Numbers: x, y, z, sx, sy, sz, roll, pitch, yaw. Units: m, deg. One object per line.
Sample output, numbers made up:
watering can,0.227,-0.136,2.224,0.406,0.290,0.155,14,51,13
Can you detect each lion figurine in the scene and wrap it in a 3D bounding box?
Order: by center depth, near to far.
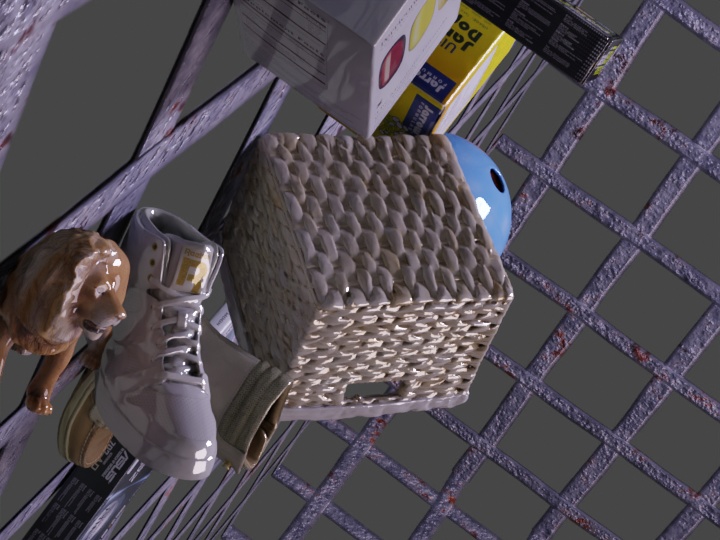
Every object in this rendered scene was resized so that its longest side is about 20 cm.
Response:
lion figurine,-0.178,0.015,1.025,0.200,0.072,0.123,-93,-151,-76

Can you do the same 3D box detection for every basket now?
basket,0.000,0.000,1.410,0.197,0.201,0.161,-2,142,-24

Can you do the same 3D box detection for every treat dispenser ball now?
treat dispenser ball,0.085,-0.069,2.025,0.201,0.200,0.201,-54,175,-7

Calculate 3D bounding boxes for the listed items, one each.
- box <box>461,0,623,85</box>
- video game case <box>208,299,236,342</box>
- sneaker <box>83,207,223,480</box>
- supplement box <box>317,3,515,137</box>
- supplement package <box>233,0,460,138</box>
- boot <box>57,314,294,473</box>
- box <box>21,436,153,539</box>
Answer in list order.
box,0.117,-0.225,1.345,0.044,0.199,0.160,-56,174,13
video game case,-0.138,0.062,1.828,0.182,0.023,0.200,-51,174,-35
sneaker,-0.130,0.038,1.111,0.073,0.200,0.116,11,120,-34
supplement box,0.067,-0.208,1.499,0.200,0.109,0.109,-52,174,-33
supplement package,-0.006,-0.179,1.032,0.114,0.109,0.200,-54,175,-8
boot,-0.151,0.118,1.344,0.201,0.154,0.072,-58,173,31
box,-0.254,0.213,1.627,0.201,0.043,0.160,-54,175,-10
